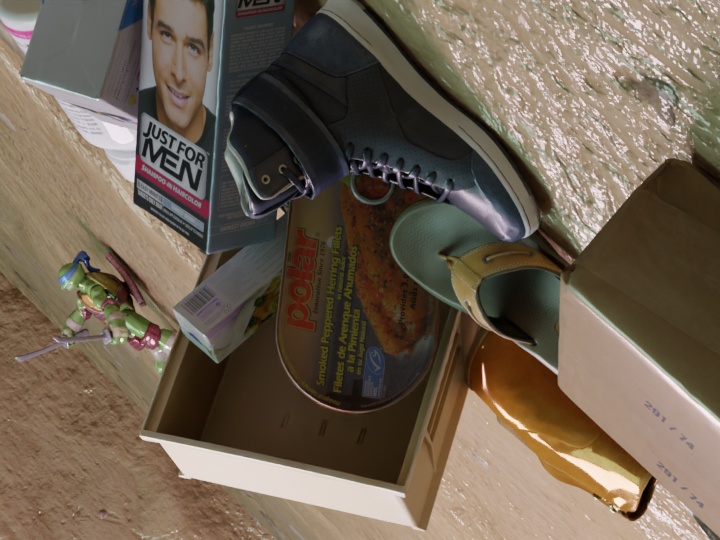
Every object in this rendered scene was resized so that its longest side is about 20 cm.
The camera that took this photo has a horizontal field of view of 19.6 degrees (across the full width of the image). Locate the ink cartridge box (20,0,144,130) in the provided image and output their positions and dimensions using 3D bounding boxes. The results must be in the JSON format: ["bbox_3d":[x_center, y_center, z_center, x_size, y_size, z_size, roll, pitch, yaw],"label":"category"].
[{"bbox_3d":[-0.166,-0.166,1.531,0.068,0.115,0.200,16,178,16],"label":"ink cartridge box"}]

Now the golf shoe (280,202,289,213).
[{"bbox_3d":[-0.051,-0.083,1.590,0.094,0.078,0.200,35,161,41],"label":"golf shoe"}]

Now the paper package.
[{"bbox_3d":[0.211,0.066,1.152,0.200,0.103,0.191,42,167,18],"label":"paper package"}]

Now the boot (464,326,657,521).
[{"bbox_3d":[0.157,0.108,1.534,0.144,0.071,0.201,34,165,26],"label":"boot"}]

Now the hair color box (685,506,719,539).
[{"bbox_3d":[0.294,0.175,1.294,0.099,0.061,0.200,52,166,-21],"label":"hair color box"}]

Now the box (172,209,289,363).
[{"bbox_3d":[-0.045,-0.015,1.496,0.041,0.200,0.039,38,160,33],"label":"box"}]

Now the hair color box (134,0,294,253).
[{"bbox_3d":[-0.102,-0.125,1.435,0.099,0.061,0.200,32,125,44],"label":"hair color box"}]

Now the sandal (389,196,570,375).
[{"bbox_3d":[0.102,0.017,1.377,0.200,0.080,0.054,38,-158,18],"label":"sandal"}]

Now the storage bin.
[{"bbox_3d":[-0.026,0.069,1.525,0.200,0.199,0.094,10,155,18],"label":"storage bin"}]

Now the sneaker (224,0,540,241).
[{"bbox_3d":[0.004,-0.060,1.343,0.202,0.146,0.077,45,165,5],"label":"sneaker"}]

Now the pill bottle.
[{"bbox_3d":[-0.205,-0.173,1.725,0.113,0.113,0.200,32,159,47],"label":"pill bottle"}]

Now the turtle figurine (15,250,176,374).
[{"bbox_3d":[-0.334,0.092,2.741,0.194,0.200,0.144,31,133,-20],"label":"turtle figurine"}]

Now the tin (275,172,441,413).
[{"bbox_3d":[0.000,0.000,1.446,0.112,0.200,0.042,8,170,-7],"label":"tin"}]
